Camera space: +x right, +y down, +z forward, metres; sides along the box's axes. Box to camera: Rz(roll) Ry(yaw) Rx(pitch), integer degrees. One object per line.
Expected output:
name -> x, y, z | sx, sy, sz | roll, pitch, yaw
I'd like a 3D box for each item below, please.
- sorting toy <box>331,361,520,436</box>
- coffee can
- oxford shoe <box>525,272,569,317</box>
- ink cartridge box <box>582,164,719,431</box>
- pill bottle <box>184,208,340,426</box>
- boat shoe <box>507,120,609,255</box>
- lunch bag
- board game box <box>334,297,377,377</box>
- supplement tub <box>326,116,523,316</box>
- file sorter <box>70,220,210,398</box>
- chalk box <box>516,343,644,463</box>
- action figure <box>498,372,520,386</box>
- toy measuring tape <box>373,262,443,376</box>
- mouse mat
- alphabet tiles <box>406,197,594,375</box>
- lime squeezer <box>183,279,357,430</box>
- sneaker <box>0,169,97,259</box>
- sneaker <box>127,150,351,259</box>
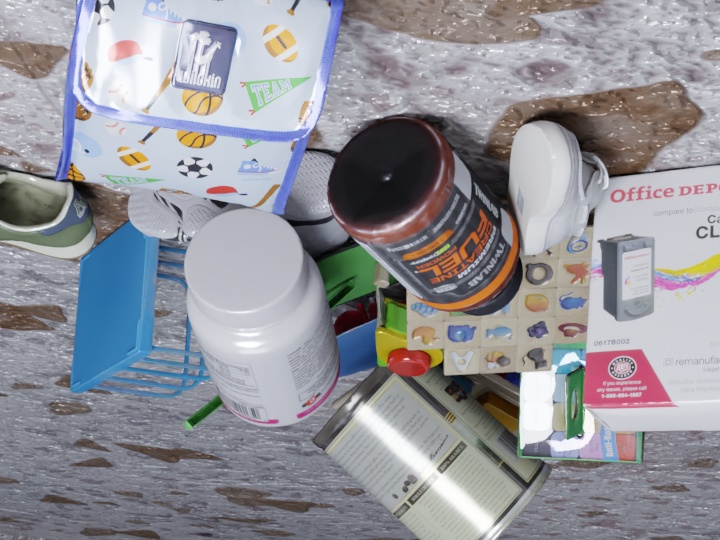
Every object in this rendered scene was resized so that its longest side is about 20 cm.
sorting toy -> 0.093, 0.157, 1.896 | 0.200, 0.037, 0.185 | 26, 142, -21
coffee can -> 0.073, 0.187, 1.751 | 0.200, 0.146, 0.146 | 43, 161, 5
oxford shoe -> 0.185, 0.022, 1.611 | 0.072, 0.071, 0.200 | -3, 162, 34
ink cartridge box -> 0.262, 0.024, 1.383 | 0.147, 0.200, 0.086 | -5, 159, 27
pill bottle -> -0.081, 0.039, 1.422 | 0.113, 0.114, 0.200 | 3, 151, 7
boat shoe -> 0.161, -0.066, 1.362 | 0.068, 0.072, 0.200 | -16, 156, -5
lunch bag -> -0.110, -0.133, 1.142 | 0.170, 0.124, 0.200 | 8, 148, -11
board game box -> 0.016, 0.056, 1.771 | 0.158, 0.039, 0.200 | -20, 165, -8
supplement tub -> 0.062, -0.034, 1.385 | 0.107, 0.107, 0.200 | -5, 154, 28
file sorter -> -0.187, 0.040, 1.658 | 0.123, 0.139, 0.200 | 11, 161, -25
chalk box -> 0.221, 0.118, 1.702 | 0.124, 0.125, 0.200 | 2, -173, 9
action figure -> 0.180, 0.142, 1.945 | 0.065, 0.099, 0.200 | 10, 164, -12
toy measuring tape -> 0.048, 0.047, 1.613 | 0.073, 0.074, 0.200 | 4, 152, 4
mouse mat -> 0.000, 0.000, 1.552 | 0.161, 0.008, 0.200 | -20, 168, -23
alphabet tiles -> 0.123, 0.016, 1.518 | 0.166, 0.006, 0.200 | -3, 130, -1
lime squeezer -> -0.082, 0.084, 1.555 | 0.038, 0.200, 0.071 | 54, 163, -12
sneaker -> -0.334, -0.060, 1.520 | 0.200, 0.067, 0.090 | 6, 154, -3
sneaker -> -0.091, -0.045, 1.467 | 0.200, 0.075, 0.115 | -5, 157, 20
